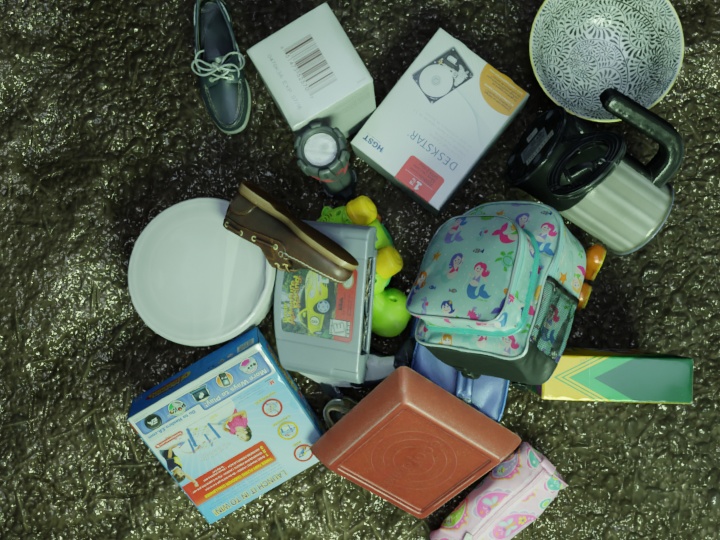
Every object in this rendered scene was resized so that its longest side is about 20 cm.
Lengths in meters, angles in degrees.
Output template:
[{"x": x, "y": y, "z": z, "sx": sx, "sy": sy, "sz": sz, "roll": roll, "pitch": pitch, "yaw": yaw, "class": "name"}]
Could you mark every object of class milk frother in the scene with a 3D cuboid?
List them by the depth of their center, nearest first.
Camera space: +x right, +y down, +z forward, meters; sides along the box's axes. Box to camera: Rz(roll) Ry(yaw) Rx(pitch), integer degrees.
[{"x": 0.302, "y": -0.100, "z": 0.953, "sx": 0.188, "sy": 0.181, "sz": 0.200, "roll": 29, "pitch": 47, "yaw": -15, "class": "milk frother"}]

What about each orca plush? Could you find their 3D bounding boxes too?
[{"x": -0.006, "y": 0.109, "z": 1.046, "sx": 0.200, "sy": 0.071, "sz": 0.105, "roll": -17, "pitch": 101, "yaw": 38, "class": "orca plush"}]

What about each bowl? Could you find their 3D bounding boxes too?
[{"x": 0.323, "y": -0.290, "z": 1.047, "sx": 0.200, "sy": 0.094, "sz": 0.202, "roll": 0, "pitch": 87, "yaw": 4, "class": "bowl"}]

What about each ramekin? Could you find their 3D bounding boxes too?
[{"x": -0.204, "y": 0.008, "z": 1.050, "sx": 0.202, "sy": 0.094, "sz": 0.203, "roll": -2, "pitch": 77, "yaw": 10, "class": "ramekin"}]

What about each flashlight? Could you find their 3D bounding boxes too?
[{"x": -0.041, "y": -0.139, "z": 1.008, "sx": 0.068, "sy": 0.200, "sz": 0.068, "roll": 15, "pitch": 89, "yaw": 4, "class": "flashlight"}]

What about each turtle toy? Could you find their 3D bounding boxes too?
[{"x": 0.000, "y": 0.000, "z": 1.045, "sx": 0.146, "sy": 0.101, "sz": 0.200, "roll": -31, "pitch": 81, "yaw": 24, "class": "turtle toy"}]

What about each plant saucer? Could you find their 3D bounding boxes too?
[{"x": 0.068, "y": 0.234, "z": 0.979, "sx": 0.200, "sy": 0.037, "sz": 0.200, "roll": 33, "pitch": 122, "yaw": -19, "class": "plant saucer"}]

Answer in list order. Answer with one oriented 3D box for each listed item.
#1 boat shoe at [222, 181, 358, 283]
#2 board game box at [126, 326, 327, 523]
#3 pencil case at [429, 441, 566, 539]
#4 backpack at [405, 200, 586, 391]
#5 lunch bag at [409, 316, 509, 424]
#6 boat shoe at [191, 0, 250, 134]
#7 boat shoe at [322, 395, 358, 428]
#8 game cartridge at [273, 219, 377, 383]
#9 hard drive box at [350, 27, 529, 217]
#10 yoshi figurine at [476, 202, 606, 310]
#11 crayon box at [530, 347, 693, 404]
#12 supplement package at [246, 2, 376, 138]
[{"x": -0.090, "y": -0.034, "z": 0.954, "sx": 0.200, "sy": 0.070, "sz": 0.070, "roll": 35, "pitch": 100, "yaw": 29, "class": "boat shoe"}, {"x": -0.171, "y": 0.210, "z": 1.035, "sx": 0.200, "sy": 0.056, "sz": 0.196, "roll": -30, "pitch": 111, "yaw": 1, "class": "board game box"}, {"x": 0.181, "y": 0.324, "z": 1.033, "sx": 0.200, "sy": 0.087, "sz": 0.087, "roll": -43, "pitch": 86, "yaw": 0, "class": "pencil case"}, {"x": 0.159, "y": 0.013, "z": 0.891, "sx": 0.151, "sy": 0.177, "sz": 0.200, "roll": 44, "pitch": 64, "yaw": -37, "class": "backpack"}, {"x": 0.128, "y": 0.121, "z": 1.021, "sx": 0.135, "sy": 0.132, "sz": 0.201, "roll": 9, "pitch": 87, "yaw": 4, "class": "lunch bag"}, {"x": -0.200, "y": -0.297, "z": 1.094, "sx": 0.075, "sy": 0.062, "sz": 0.201, "roll": -6, "pitch": 88, "yaw": 1, "class": "boat shoe"}, {"x": 0.033, "y": 0.245, "z": 1.048, "sx": 0.200, "sy": 0.076, "sz": 0.072, "roll": 30, "pitch": 89, "yaw": 4, "class": "boat shoe"}, {"x": -0.048, "y": 0.038, "z": 0.994, "sx": 0.133, "sy": 0.041, "sz": 0.201, "roll": 7, "pitch": 95, "yaw": 29, "class": "game cartridge"}, {"x": 0.109, "y": -0.201, "z": 1.065, "sx": 0.156, "sy": 0.077, "sz": 0.200, "roll": 37, "pitch": 90, "yaw": 5, "class": "hard drive box"}, {"x": 0.217, "y": -0.029, "z": 1.019, "sx": 0.199, "sy": 0.112, "sz": 0.112, "roll": 23, "pitch": 117, "yaw": 12, "class": "yoshi figurine"}, {"x": 0.298, "y": 0.128, "z": 0.976, "sx": 0.172, "sy": 0.200, "sz": 0.059, "roll": 2, "pitch": 87, "yaw": 3, "class": "crayon box"}, {"x": -0.056, "y": -0.240, "z": 1.014, "sx": 0.117, "sy": 0.200, "sz": 0.117, "roll": -31, "pitch": 86, "yaw": 1, "class": "supplement package"}]
